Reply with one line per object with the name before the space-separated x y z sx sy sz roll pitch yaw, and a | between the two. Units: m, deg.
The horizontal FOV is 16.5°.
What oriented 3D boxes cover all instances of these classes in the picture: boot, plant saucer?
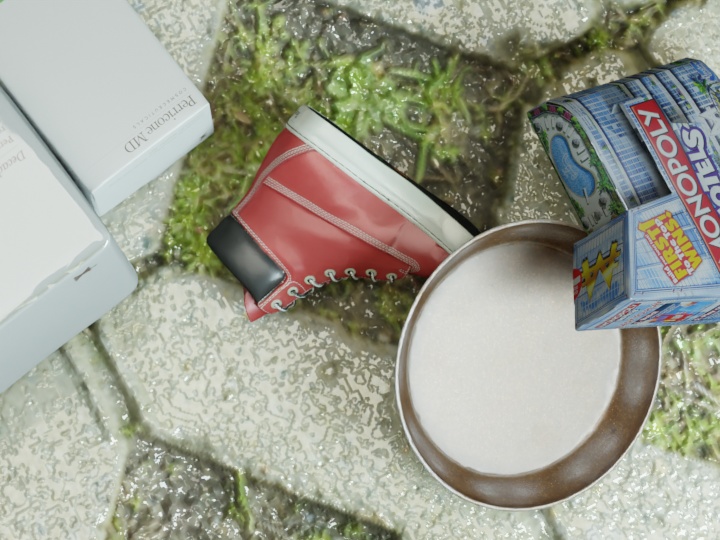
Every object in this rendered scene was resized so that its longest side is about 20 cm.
boot | 0.000 0.000 1.715 0.200 0.072 0.144 35 95 -2
plant saucer | 0.109 0.062 1.682 0.200 0.034 0.201 -4 101 -21

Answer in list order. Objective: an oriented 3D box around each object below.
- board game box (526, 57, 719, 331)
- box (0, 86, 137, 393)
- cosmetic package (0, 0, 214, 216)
board game box | 0.205 -0.041 1.671 0.200 0.062 0.200 -19 79 -41
box | -0.277 -0.011 1.637 0.200 0.199 0.171 -39 83 -5
cosmetic package | -0.202 -0.150 1.721 0.108 0.085 0.200 -39 82 -8
